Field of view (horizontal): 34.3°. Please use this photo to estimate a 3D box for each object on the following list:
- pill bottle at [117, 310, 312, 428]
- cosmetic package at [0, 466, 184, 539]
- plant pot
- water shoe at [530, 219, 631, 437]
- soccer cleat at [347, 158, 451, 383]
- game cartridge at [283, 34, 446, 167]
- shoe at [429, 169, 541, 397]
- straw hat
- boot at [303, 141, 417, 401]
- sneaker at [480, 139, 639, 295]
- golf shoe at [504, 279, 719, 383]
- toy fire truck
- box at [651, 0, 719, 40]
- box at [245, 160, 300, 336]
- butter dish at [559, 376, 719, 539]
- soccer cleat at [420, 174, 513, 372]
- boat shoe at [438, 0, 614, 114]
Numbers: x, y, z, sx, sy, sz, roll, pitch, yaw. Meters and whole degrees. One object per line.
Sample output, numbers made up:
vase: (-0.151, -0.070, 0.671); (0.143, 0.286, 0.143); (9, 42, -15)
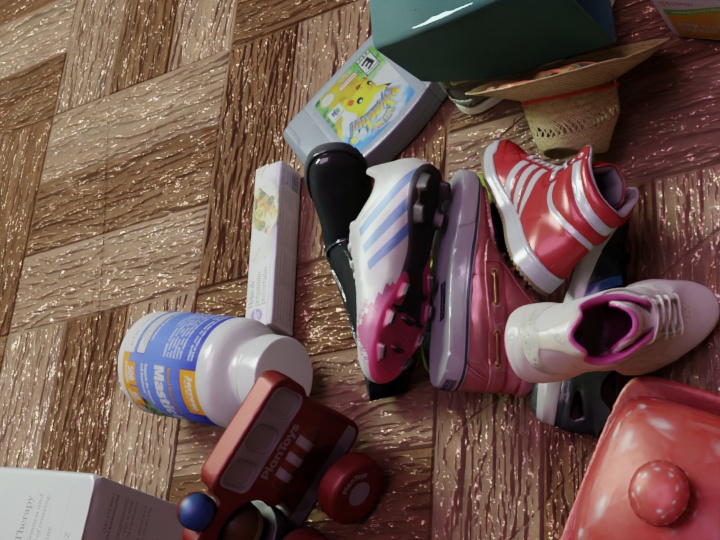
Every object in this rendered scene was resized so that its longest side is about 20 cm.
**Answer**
pill bottle: (-0.147, 0.102, 1.192); (0.199, 0.112, 0.113); (3, 69, 43)
cosmetic package: (-0.291, 0.301, 1.171); (0.199, 0.166, 0.169); (-4, 65, 37)
plant pot: (0.112, -0.265, 1.096); (0.199, 0.141, 0.143); (-18, 65, 31)
water shoe: (0.210, 0.045, 1.000); (0.078, 0.072, 0.202); (18, 76, 13)
soccer cleat: (0.022, -0.001, 1.038); (0.086, 0.070, 0.202); (7, 80, 39)
game cartridge: (0.012, -0.179, 1.276); (0.200, 0.040, 0.134); (-46, 52, 9)
shoe: (0.115, 0.013, 1.035); (0.071, 0.090, 0.202); (133, 144, -67)
straw hat: (0.195, -0.146, 1.070); (0.200, 0.201, 0.086); (-9, 101, 34)
boot: (0.000, 0.001, 1.112); (0.065, 0.165, 0.201); (-14, 52, 1)
sneaker: (0.172, -0.076, 1.010); (0.112, 0.071, 0.201); (-43, 31, 23)
golf shoe: (0.212, 0.046, 0.907); (0.091, 0.198, 0.076); (-22, 81, 65)
toy fire truck: (-0.087, 0.199, 1.065); (0.112, 0.168, 0.201); (33, 89, 43)
box: (0.348, -0.315, 1.042); (0.112, 0.101, 0.201); (18, 79, 42)
box: (-0.095, -0.023, 1.273); (0.038, 0.041, 0.202); (-16, 59, 31)
butter dish: (0.232, 0.173, 0.838); (0.199, 0.148, 0.201); (17, 78, 35)
soccer cleat: (0.104, 0.002, 1.094); (0.080, 0.068, 0.202); (7, 71, 26)
boat shoe: (0.165, -0.238, 1.170); (0.201, 0.060, 0.072); (-37, 50, 17)
